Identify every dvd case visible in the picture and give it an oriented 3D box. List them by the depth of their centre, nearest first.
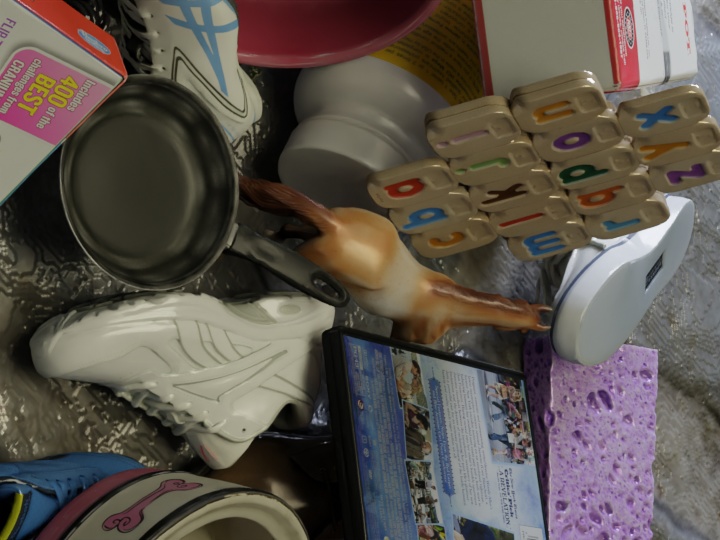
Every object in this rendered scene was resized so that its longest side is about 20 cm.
[{"bbox_3d":[0.048,0.116,1.387,0.199,0.017,0.144,16,61,-52],"label":"dvd case"}]

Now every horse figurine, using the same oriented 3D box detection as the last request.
[{"bbox_3d":[0.000,0.000,1.375,0.200,0.132,0.050,37,63,-35],"label":"horse figurine"}]

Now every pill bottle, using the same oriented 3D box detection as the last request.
[{"bbox_3d":[0.028,-0.123,1.431,0.112,0.112,0.201,46,56,-30],"label":"pill bottle"}]

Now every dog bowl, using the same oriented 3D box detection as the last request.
[{"bbox_3d":[-0.114,0.194,1.237,0.200,0.074,0.201,-33,135,-40],"label":"dog bowl"}]

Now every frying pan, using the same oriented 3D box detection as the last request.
[{"bbox_3d":[-0.086,-0.043,1.283,0.189,0.031,0.116,6,81,-39],"label":"frying pan"}]

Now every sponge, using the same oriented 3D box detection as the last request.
[{"bbox_3d":[0.153,0.148,1.579,0.111,0.030,0.202,10,78,-43],"label":"sponge"}]

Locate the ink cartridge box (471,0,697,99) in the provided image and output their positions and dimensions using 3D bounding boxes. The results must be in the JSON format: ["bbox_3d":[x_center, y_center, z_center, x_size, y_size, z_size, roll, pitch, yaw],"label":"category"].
[{"bbox_3d":[0.130,-0.175,1.377,0.200,0.083,0.145,-16,99,-68],"label":"ink cartridge box"}]

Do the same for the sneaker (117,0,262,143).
[{"bbox_3d":[-0.104,-0.125,1.282,0.072,0.072,0.200,-40,149,-12],"label":"sneaker"}]

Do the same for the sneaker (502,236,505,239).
[{"bbox_3d":[0.113,-0.054,1.476,0.200,0.075,0.093,-76,162,-82],"label":"sneaker"}]

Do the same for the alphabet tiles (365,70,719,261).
[{"bbox_3d":[0.110,-0.057,1.342,0.200,0.194,0.015,46,31,-62],"label":"alphabet tiles"}]

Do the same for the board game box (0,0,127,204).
[{"bbox_3d":[-0.238,-0.104,1.152,0.200,0.153,0.040,35,20,-36],"label":"board game box"}]

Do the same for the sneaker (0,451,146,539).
[{"bbox_3d":[-0.171,0.130,1.232,0.199,0.078,0.066,-2,85,-46],"label":"sneaker"}]

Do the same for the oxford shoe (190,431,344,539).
[{"bbox_3d":[-0.024,0.126,1.371,0.199,0.084,0.073,-14,96,-43],"label":"oxford shoe"}]

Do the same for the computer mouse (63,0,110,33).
[{"bbox_3d":[-0.183,-0.191,1.254,0.044,0.109,0.202,13,67,-49],"label":"computer mouse"}]

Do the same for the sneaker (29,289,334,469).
[{"bbox_3d":[-0.092,0.061,1.312,0.199,0.078,0.100,0,86,-39],"label":"sneaker"}]

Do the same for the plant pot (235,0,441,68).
[{"bbox_3d":[-0.043,-0.244,1.337,0.199,0.199,0.180,30,49,-38],"label":"plant pot"}]

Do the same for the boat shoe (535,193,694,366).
[{"bbox_3d":[0.149,-0.006,1.562,0.202,0.086,0.075,-45,144,-50],"label":"boat shoe"}]
